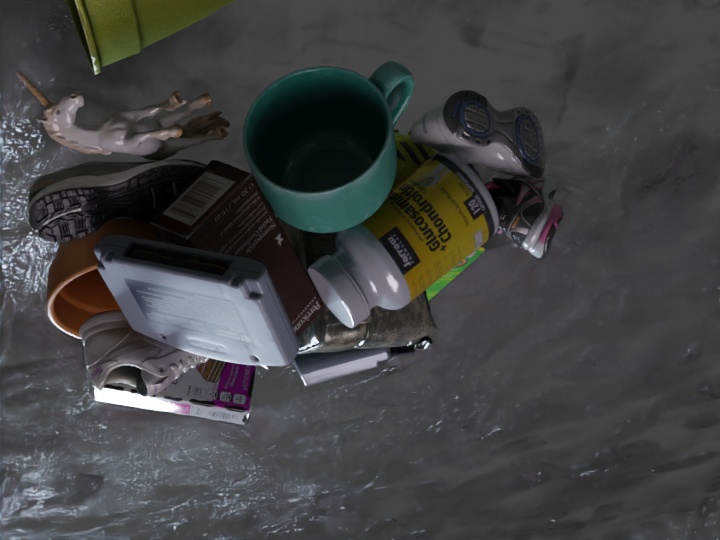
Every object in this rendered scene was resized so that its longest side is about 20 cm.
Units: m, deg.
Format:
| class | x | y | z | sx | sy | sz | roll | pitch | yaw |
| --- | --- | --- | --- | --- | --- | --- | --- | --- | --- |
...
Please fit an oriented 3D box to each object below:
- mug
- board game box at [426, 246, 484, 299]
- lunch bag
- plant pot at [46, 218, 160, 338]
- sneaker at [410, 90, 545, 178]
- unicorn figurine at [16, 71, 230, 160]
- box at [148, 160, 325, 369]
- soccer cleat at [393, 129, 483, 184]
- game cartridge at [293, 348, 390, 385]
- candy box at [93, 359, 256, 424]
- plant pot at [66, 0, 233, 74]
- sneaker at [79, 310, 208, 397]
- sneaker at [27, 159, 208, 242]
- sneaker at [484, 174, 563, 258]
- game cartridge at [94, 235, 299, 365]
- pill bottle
| class | x | y | z | sx | sy | sz | roll | pitch | yaw |
| --- | --- | --- | --- | --- | --- | --- | --- | --- | --- |
| mug | -0.022 | -0.120 | 1.230 | 0.183 | 0.153 | 0.115 | -11 | 153 | 1 |
| board game box | 0.079 | 0.007 | 1.635 | 0.095 | 0.030 | 0.200 | 7 | 150 | -31 |
| lunch bag | 0.000 | 0.000 | 1.401 | 0.166 | 0.202 | 0.139 | -5 | 170 | -19 |
| plant pot | -0.253 | -0.023 | 1.334 | 0.198 | 0.141 | 0.201 | -9 | 151 | -5 |
| sneaker | 0.138 | -0.151 | 1.343 | 0.087 | 0.075 | 0.199 | -9 | 160 | 44 |
| unicorn figurine | -0.224 | -0.144 | 1.188 | 0.136 | 0.075 | 0.200 | -12 | 160 | 25 |
| box | -0.125 | -0.004 | 1.242 | 0.100 | 0.075 | 0.201 | -47 | 134 | -22 |
| soccer cleat | 0.072 | -0.102 | 1.370 | 0.199 | 0.084 | 0.065 | 15 | 143 | -39 |
| game cartridge | -0.030 | 0.066 | 1.541 | 0.132 | 0.201 | 0.042 | -12 | 122 | 6 |
| candy box | -0.233 | 0.112 | 1.541 | 0.198 | 0.138 | 0.061 | 9 | 154 | -6 |
| plant pot | -0.140 | -0.273 | 0.892 | 0.191 | 0.202 | 0.201 | -19 | 154 | -12 |
| sneaker | -0.207 | 0.094 | 1.312 | 0.198 | 0.100 | 0.075 | -3 | 149 | -18 |
| sneaker | -0.244 | -0.086 | 1.226 | 0.198 | 0.080 | 0.075 | -8 | 125 | -18 |
| sneaker | 0.180 | -0.084 | 1.392 | 0.086 | 0.200 | 0.081 | 26 | 101 | -6 |
| game cartridge | -0.159 | 0.033 | 1.172 | 0.198 | 0.042 | 0.134 | 11 | 145 | 28 |
| pill bottle | 0.044 | -0.030 | 1.284 | 0.199 | 0.112 | 0.112 | -38 | 156 | -14 |
